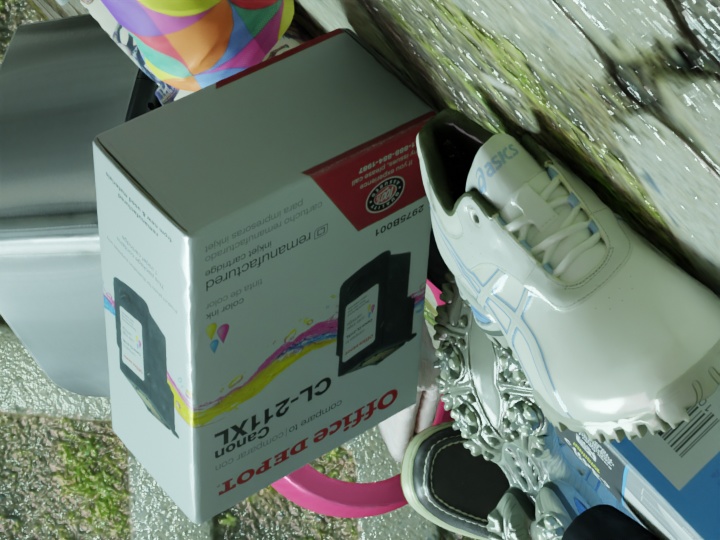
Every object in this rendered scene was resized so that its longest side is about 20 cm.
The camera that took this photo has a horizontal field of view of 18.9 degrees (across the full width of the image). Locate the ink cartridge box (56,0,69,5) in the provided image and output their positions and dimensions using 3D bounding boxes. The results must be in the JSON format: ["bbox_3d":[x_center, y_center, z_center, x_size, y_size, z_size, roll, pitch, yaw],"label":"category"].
[{"bbox_3d":[-0.226,-0.261,1.384,0.116,0.067,0.200,46,176,12],"label":"ink cartridge box"}]

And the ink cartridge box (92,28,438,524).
[{"bbox_3d":[-0.044,0.005,1.042,0.083,0.145,0.201,43,147,34],"label":"ink cartridge box"}]

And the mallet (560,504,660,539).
[{"bbox_3d":[0.142,0.198,1.006,0.066,0.041,0.201,34,150,51],"label":"mallet"}]

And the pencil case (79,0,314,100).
[{"bbox_3d":[-0.091,-0.128,1.145,0.200,0.090,0.078,45,-145,12],"label":"pencil case"}]

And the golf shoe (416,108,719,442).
[{"bbox_3d":[0.073,-0.003,0.838,0.098,0.078,0.200,56,171,-28],"label":"golf shoe"}]

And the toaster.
[{"bbox_3d":[-0.139,-0.042,1.269,0.118,0.182,0.201,-4,144,19],"label":"toaster"}]

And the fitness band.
[{"bbox_3d":[0.001,0.057,1.343,0.142,0.202,0.037,16,153,-10],"label":"fitness band"}]

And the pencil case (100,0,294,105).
[{"bbox_3d":[-0.105,-0.164,1.001,0.088,0.088,0.200,43,172,38],"label":"pencil case"}]

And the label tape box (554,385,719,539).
[{"bbox_3d":[0.158,0.100,0.982,0.144,0.063,0.200,46,175,14],"label":"label tape box"}]

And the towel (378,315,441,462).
[{"bbox_3d":[0.000,0.000,1.245,0.191,0.032,0.201,92,157,-73],"label":"towel"}]

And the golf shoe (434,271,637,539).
[{"bbox_3d":[0.102,0.073,1.108,0.078,0.097,0.202,2,112,51],"label":"golf shoe"}]

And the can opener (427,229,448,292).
[{"bbox_3d":[0.054,0.019,1.211,0.200,0.067,0.053,42,174,45],"label":"can opener"}]

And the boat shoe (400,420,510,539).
[{"bbox_3d":[0.120,0.124,1.232,0.198,0.074,0.065,10,171,-25],"label":"boat shoe"}]
